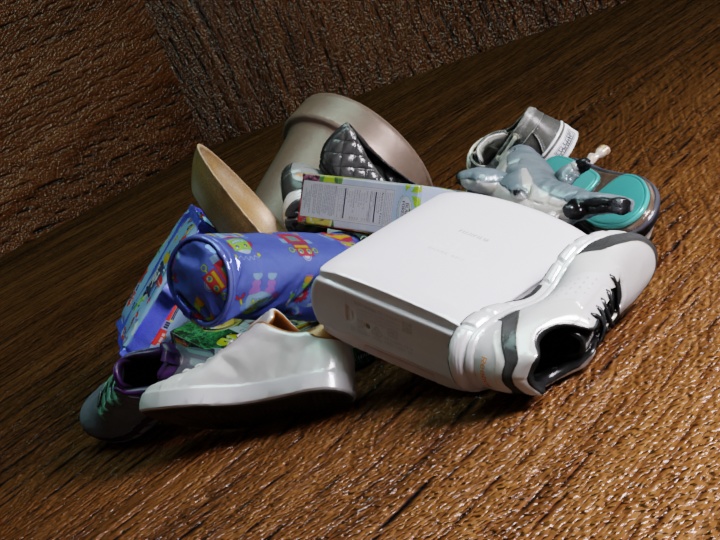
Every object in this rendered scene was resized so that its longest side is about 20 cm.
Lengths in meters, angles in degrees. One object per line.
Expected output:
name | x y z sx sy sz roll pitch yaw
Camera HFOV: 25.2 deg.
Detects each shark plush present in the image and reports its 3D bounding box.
shark plush | 0.160 -0.076 1.382 0.083 0.091 0.200 -42 13 -15

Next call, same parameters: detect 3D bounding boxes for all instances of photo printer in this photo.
photo printer | 0.086 0.006 1.286 0.166 0.070 0.200 22 38 36

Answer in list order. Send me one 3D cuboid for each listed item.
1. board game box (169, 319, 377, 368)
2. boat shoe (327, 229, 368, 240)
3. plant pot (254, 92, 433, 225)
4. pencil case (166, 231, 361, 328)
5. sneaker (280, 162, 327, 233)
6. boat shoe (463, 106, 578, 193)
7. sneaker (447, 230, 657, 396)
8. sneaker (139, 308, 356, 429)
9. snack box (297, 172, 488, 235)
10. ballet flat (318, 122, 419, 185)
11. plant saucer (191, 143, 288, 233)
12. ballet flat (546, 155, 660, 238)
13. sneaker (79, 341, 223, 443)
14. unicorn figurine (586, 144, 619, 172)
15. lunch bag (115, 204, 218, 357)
board game box | -0.082 0.066 1.464 0.105 0.024 0.200 -27 25 -27
boat shoe | 0.000 0.000 1.545 0.056 0.069 0.200 -11 32 5
plant pot | -0.041 -0.074 1.852 0.175 0.200 0.200 -49 21 -24
pencil case | -0.075 0.008 1.386 0.200 0.078 0.087 -1 -51 -50
sneaker | -0.004 -0.060 1.690 0.074 0.200 0.079 -41 46 26
boat shoe | 0.140 -0.108 1.577 0.071 0.064 0.200 -61 10 -27
sneaker | 0.157 0.036 1.170 0.200 0.074 0.080 -35 30 -31
sneaker | -0.092 0.081 1.340 0.200 0.085 0.073 -11 -25 24
snack box | 0.060 -0.052 1.504 0.142 0.053 0.200 10 4 40
ballet flat | 0.050 -0.080 1.648 0.057 0.200 0.067 -56 13 25
plant saucer | -0.102 -0.035 1.549 0.035 0.200 0.200 -41 10 4
ballet flat | 0.218 -0.052 1.412 0.073 0.073 0.200 -25 22 -12
sneaker | -0.205 0.099 1.445 0.200 0.075 0.087 -23 -33 39
unicorn figurine | 0.202 -0.076 1.617 0.137 0.074 0.200 -43 7 -37
lunch bag | -0.176 0.022 1.591 0.151 0.094 0.200 -57 3 1
